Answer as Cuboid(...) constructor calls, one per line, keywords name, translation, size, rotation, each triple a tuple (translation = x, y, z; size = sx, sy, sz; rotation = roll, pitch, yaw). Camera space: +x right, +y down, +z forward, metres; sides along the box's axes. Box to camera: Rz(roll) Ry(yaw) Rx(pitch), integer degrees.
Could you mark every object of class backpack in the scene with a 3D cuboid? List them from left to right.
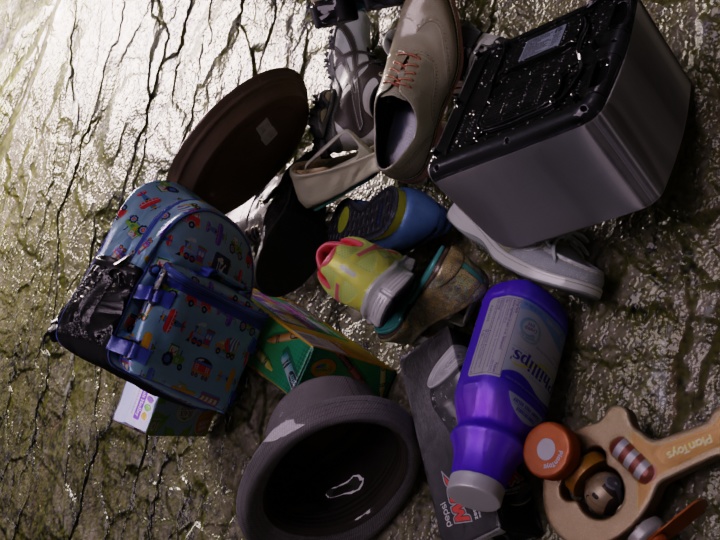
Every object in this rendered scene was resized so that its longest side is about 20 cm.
Cuboid(name="backpack", translation=(-0.176, 0.021, 1.182), size=(0.134, 0.183, 0.200), rotation=(13, 72, 40))

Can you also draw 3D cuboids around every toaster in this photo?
Cuboid(name="toaster", translation=(0.180, -0.135, 1.033), size=(0.200, 0.119, 0.181), rotation=(-19, 35, 40))

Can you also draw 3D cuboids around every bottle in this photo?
Cuboid(name="bottle", translation=(0.122, 0.107, 1.032), size=(0.065, 0.084, 0.200), rotation=(-15, 44, 44))

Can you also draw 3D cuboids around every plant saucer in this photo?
Cuboid(name="plant saucer", translation=(-0.124, -0.128, 1.274), size=(0.029, 0.200, 0.200), rotation=(43, 109, 17))

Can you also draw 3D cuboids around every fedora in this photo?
Cuboid(name="fedora", translation=(-0.036, 0.176, 1.149), size=(0.090, 0.177, 0.200), rotation=(-115, 37, -50))

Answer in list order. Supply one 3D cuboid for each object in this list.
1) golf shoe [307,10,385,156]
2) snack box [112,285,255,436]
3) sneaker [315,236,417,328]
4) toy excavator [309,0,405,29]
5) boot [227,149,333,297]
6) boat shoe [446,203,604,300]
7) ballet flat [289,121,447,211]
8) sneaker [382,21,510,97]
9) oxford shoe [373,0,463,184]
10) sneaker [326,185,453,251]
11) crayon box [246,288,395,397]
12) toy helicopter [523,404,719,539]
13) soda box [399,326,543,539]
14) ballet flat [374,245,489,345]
Cuboid(name="golf shoe", translation=(0.004, -0.210, 1.339), size=(0.094, 0.078, 0.200), rotation=(2, 61, 14))
Cuboid(name="snack box", translation=(-0.192, 0.086, 1.363), size=(0.053, 0.142, 0.200), rotation=(20, 90, 24))
Cuboid(name="sneaker", translation=(0.000, 0.000, 1.157), size=(0.078, 0.090, 0.200), rotation=(-58, 1, -2))
Cuboid(name="toy excavator", translation=(-0.002, -0.319, 1.296), size=(0.194, 0.200, 0.100), rotation=(-10, 99, 31))
Cuboid(name="boot", translation=(-0.108, -0.043, 1.371), size=(0.174, 0.069, 0.200), rotation=(-19, 43, 51))
Cuboid(name="boat shoe", translation=(0.154, -0.034, 1.103), size=(0.202, 0.074, 0.065), rotation=(43, 111, 53))
Cuboid(name="ballet flat", translation=(0.014, -0.124, 1.251), size=(0.200, 0.069, 0.070), rotation=(-23, 58, 20))
Cuboid(name="sneaker", translation=(0.100, -0.211, 1.217), size=(0.200, 0.088, 0.074), rotation=(14, 84, 47))
Cuboid(name="oxford shoe", translation=(0.053, -0.185, 1.165), size=(0.071, 0.074, 0.200), rotation=(6, 93, 24))
Cuboid(name="sneaker", translation=(0.027, -0.042, 1.252), size=(0.200, 0.078, 0.066), rotation=(-11, 67, 65))
Cuboid(name="crayon box", translation=(-0.072, 0.078, 1.260), size=(0.200, 0.119, 0.058), rotation=(31, 98, 48))
Cuboid(name="toy helicopter", translation=(0.232, 0.163, 0.944), size=(0.200, 0.079, 0.132), rotation=(-31, 55, 30))
Cuboid(name="soda box", translation=(0.098, 0.156, 1.094), size=(0.071, 0.063, 0.200), rotation=(-36, 52, 32))
Cuboid(name="ballet flat", translation=(0.069, 0.037, 1.153), size=(0.200, 0.071, 0.071), rotation=(128, 145, -63))
